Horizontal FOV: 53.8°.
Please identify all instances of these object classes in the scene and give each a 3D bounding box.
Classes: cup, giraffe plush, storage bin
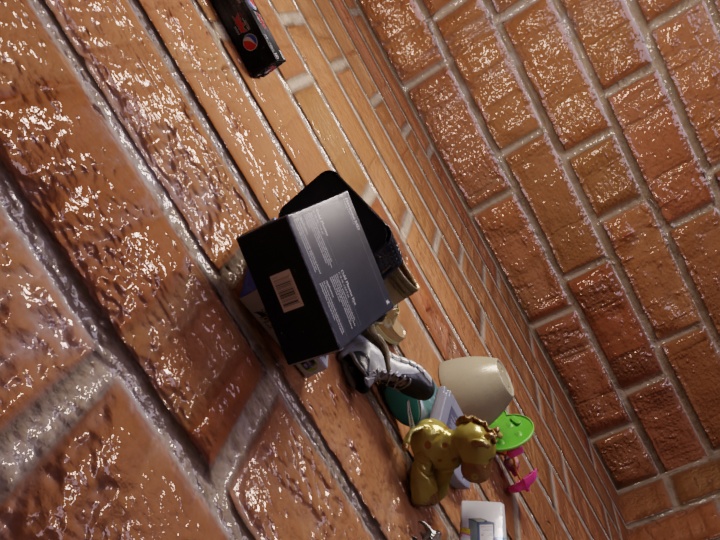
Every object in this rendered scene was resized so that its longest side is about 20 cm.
[{"bbox_3d":[0.305,0.299,1.800,0.201,0.141,0.202,53,20,-29],"label":"cup"},{"bbox_3d":[0.177,0.327,1.296,0.173,0.158,0.204,-57,137,-58],"label":"giraffe plush"},{"bbox_3d":[-0.036,-0.059,1.248,0.200,0.135,0.094,47,-6,30],"label":"storage bin"}]

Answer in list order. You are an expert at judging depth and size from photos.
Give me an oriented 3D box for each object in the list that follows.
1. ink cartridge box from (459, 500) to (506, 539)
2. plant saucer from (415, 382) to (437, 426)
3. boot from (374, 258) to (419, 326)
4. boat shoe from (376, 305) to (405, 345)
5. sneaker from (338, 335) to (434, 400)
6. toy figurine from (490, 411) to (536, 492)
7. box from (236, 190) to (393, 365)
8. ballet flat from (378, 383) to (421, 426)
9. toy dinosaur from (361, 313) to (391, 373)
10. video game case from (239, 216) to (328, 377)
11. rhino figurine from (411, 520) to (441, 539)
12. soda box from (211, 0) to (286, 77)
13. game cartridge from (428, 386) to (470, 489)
[{"bbox_3d":[0.215,0.529,1.248,0.201,0.085,0.149,-63,152,-66],"label":"ink cartridge box"},{"bbox_3d":[0.143,0.286,1.541,0.201,0.035,0.202,54,21,-30],"label":"plant saucer"},{"bbox_3d":[0.000,0.000,1.323,0.201,0.155,0.073,51,23,0],"label":"boot"},{"bbox_3d":[0.050,0.082,1.509,0.201,0.065,0.075,50,22,-36],"label":"boat shoe"},{"bbox_3d":[0.039,0.197,1.281,0.198,0.076,0.116,33,33,-1],"label":"sneaker"},{"bbox_3d":[0.392,0.489,1.871,0.200,0.147,0.188,-137,-153,-69],"label":"toy figurine"},{"bbox_3d":[-0.062,0.007,1.061,0.181,0.103,0.204,-30,99,-57],"label":"box"},{"bbox_3d":[0.061,0.205,1.382,0.203,0.067,0.068,61,10,-9],"label":"ballet flat"},{"bbox_3d":[0.007,0.081,1.267,0.199,0.089,0.047,42,17,22],"label":"toy dinosaur"},{"bbox_3d":[-0.113,0.040,1.151,0.183,0.045,0.202,55,20,-28],"label":"video game case"},{"bbox_3d":[0.118,0.493,1.123,0.060,0.085,0.203,103,-21,-49],"label":"rhino figurine"},{"bbox_3d":[-0.241,-0.519,1.515,0.203,0.070,0.063,62,19,-5],"label":"soda box"},{"bbox_3d":[0.191,0.360,1.490,0.202,0.040,0.135,61,32,-32],"label":"game cartridge"}]
